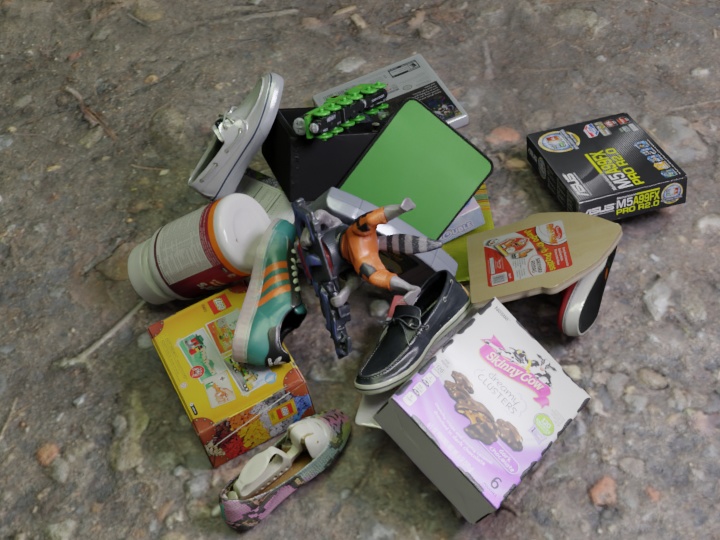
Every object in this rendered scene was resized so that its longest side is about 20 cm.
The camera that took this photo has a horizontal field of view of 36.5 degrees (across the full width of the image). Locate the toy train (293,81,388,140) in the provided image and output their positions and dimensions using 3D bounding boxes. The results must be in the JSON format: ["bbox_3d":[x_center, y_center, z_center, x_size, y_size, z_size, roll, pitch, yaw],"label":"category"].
[{"bbox_3d":[-0.025,-0.215,1.457,0.056,0.042,0.200,6,24,29],"label":"toy train"}]

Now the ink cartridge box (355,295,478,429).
[{"bbox_3d":[0.074,0.134,1.361,0.115,0.068,0.201,7,50,17],"label":"ink cartridge box"}]

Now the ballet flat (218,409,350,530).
[{"bbox_3d":[-0.090,0.227,1.311,0.199,0.072,0.069,-39,52,-22],"label":"ballet flat"}]

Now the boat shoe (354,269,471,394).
[{"bbox_3d":[0.058,0.073,1.317,0.200,0.063,0.074,-43,28,-27],"label":"boat shoe"}]

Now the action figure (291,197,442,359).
[{"bbox_3d":[0.000,0.000,1.316,0.192,0.202,0.104,3,20,45],"label":"action figure"}]

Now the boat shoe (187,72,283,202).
[{"bbox_3d":[-0.174,-0.186,1.504,0.202,0.066,0.074,-63,25,10],"label":"boat shoe"}]

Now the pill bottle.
[{"bbox_3d":[-0.219,-0.024,1.485,0.199,0.110,0.110,-21,40,36],"label":"pill bottle"}]

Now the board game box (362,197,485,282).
[{"bbox_3d":[0.050,-0.101,1.570,0.198,0.044,0.200,-25,48,0],"label":"board game box"}]

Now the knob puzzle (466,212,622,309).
[{"bbox_3d":[0.236,-0.017,1.386,0.217,0.031,0.220,-17,27,8],"label":"knob puzzle"}]

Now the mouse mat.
[{"bbox_3d":[0.065,-0.110,1.464,0.201,0.160,0.008,-51,18,7],"label":"mouse mat"}]

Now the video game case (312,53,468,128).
[{"bbox_3d":[0.045,-0.255,1.734,0.198,0.023,0.183,-23,49,-9],"label":"video game case"}]

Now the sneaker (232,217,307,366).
[{"bbox_3d":[-0.100,0.030,1.380,0.079,0.072,0.202,9,66,9],"label":"sneaker"}]

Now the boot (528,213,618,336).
[{"bbox_3d":[0.251,0.002,1.439,0.143,0.073,0.201,10,44,20],"label":"boot"}]

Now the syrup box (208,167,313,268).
[{"bbox_3d":[-0.114,-0.072,1.542,0.199,0.079,0.082,24,71,39],"label":"syrup box"}]

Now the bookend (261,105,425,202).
[{"bbox_3d":[-0.026,-0.179,1.537,0.197,0.093,0.199,-4,26,-15],"label":"bookend"}]

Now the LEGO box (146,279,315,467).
[{"bbox_3d":[-0.169,0.128,1.409,0.148,0.078,0.201,-25,49,-11],"label":"LEGO box"}]

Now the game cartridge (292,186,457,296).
[{"bbox_3d":[0.021,-0.031,1.408,0.199,0.133,0.041,30,60,-15],"label":"game cartridge"}]

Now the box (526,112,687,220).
[{"bbox_3d":[0.340,-0.144,1.525,0.158,0.045,0.201,-12,36,-7],"label":"box"}]

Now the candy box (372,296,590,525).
[{"bbox_3d":[0.142,0.158,1.260,0.168,0.072,0.200,45,57,6],"label":"candy box"}]

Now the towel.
[{"bbox_3d":[0.148,-0.063,1.549,0.085,0.018,0.202,-10,49,4],"label":"towel"}]
